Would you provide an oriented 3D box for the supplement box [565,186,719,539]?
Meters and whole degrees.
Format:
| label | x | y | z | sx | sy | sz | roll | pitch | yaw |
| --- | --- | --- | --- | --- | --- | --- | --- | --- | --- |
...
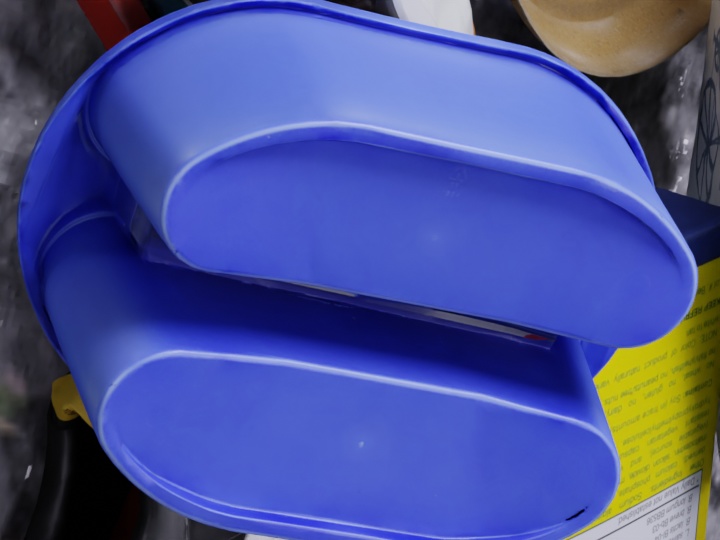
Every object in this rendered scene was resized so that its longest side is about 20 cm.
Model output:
| label | x | y | z | sx | sy | sz | roll | pitch | yaw |
| --- | --- | --- | --- | --- | --- | --- | --- | --- | --- |
| supplement box | 0.054 | 0.071 | 0.944 | 0.109 | 0.109 | 0.201 | -19 | 119 | -46 |

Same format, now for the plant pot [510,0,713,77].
| label | x | y | z | sx | sy | sz | roll | pitch | yaw |
| --- | --- | --- | --- | --- | --- | --- | --- | --- | --- |
| plant pot | 0.102 | -0.173 | 0.966 | 0.200 | 0.027 | 0.201 | -27 | 126 | -44 |

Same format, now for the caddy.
| label | x | y | z | sx | sy | sz | roll | pitch | yaw |
| --- | --- | --- | --- | --- | --- | --- | --- | --- | --- |
| caddy | 0.000 | 0.000 | 0.762 | 0.199 | 0.105 | 0.142 | 11 | 115 | -20 |

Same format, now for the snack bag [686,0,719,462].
| label | x | y | z | sx | sy | sz | roll | pitch | yaw |
| --- | --- | --- | --- | --- | --- | --- | --- | --- | --- |
| snack bag | 0.144 | -0.039 | 0.946 | 0.201 | 0.021 | 0.189 | -88 | -179 | -52 |

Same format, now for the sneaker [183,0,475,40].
| label | x | y | z | sx | sy | sz | roll | pitch | yaw |
| --- | --- | --- | --- | --- | --- | --- | --- | --- | --- |
| sneaker | -0.016 | -0.107 | 0.775 | 0.200 | 0.072 | 0.085 | 61 | 20 | -49 |

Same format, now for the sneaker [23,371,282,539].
| label | x | y | z | sx | sy | sz | roll | pitch | yaw |
| --- | --- | --- | --- | --- | --- | --- | --- | --- | --- |
| sneaker | -0.052 | 0.032 | 0.826 | 0.090 | 0.070 | 0.201 | 24 | 86 | -49 |

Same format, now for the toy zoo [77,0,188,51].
| label | x | y | z | sx | sy | sz | roll | pitch | yaw |
| --- | --- | --- | --- | --- | --- | --- | --- | --- | --- |
| toy zoo | -0.048 | -0.138 | 0.762 | 0.132 | 0.020 | 0.200 | -58 | 153 | -17 |
